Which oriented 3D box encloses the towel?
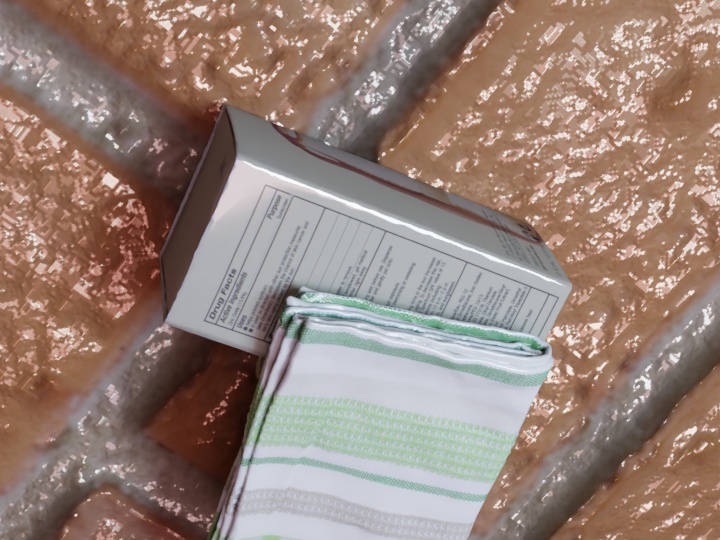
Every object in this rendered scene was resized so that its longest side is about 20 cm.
[{"bbox_3d":[0.005,0.109,0.762,0.148,0.031,0.201,12,121,-13],"label":"towel"}]

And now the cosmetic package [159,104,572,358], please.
[{"bbox_3d":[0.000,0.000,0.768,0.199,0.087,0.104,21,110,-20],"label":"cosmetic package"}]

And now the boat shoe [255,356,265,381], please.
[{"bbox_3d":[-0.005,0.127,0.843,0.073,0.063,0.201,-28,119,-15],"label":"boat shoe"}]
